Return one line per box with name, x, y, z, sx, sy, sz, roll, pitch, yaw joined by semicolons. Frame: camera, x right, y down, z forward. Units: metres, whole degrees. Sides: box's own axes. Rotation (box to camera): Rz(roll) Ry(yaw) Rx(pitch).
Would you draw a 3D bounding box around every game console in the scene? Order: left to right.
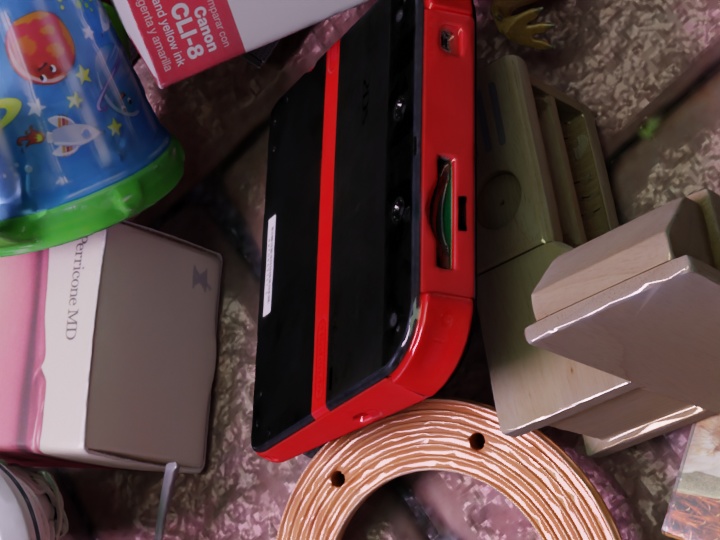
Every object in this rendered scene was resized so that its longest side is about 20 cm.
game console;-0.002;-0.023;0.702;0.177;0.031;0.201;-36;46;56

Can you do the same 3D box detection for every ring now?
ring;0.042;0.161;0.724;0.200;0.019;0.201;-1;89;33

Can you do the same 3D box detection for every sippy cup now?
sippy cup;-0.174;-0.093;0.782;0.139;0.131;0.178;-20;22;-13

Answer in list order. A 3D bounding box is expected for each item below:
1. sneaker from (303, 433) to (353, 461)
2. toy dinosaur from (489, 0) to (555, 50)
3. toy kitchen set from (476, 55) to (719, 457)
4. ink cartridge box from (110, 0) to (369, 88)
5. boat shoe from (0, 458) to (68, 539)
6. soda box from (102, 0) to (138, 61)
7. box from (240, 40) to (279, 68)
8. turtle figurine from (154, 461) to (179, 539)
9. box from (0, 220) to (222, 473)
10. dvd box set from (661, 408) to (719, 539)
sneaker;0.000;0.000;0.784;0.080;0.073;0.201;16;91;58
toy dinosaur;0.085;-0.166;0.779;0.199;0.060;0.106;-14;38;30
toy kitchen set;0.120;-0.042;0.626;0.200;0.163;0.181;-27;60;34
ink cartridge box;-0.043;-0.208;0.725;0.199;0.145;0.145;-24;30;-7
boat shoe;-0.192;0.128;0.807;0.200;0.067;0.074;-7;94;62
soda box;-0.118;-0.220;0.890;0.200;0.070;0.063;-50;59;12
box;-0.067;-0.238;0.814;0.200;0.160;0.044;-54;26;8
turtle figurine;-0.159;0.197;0.782;0.193;0.200;0.144;-17;36;30
box;-0.192;0.045;0.851;0.199;0.109;0.128;-3;77;30
dvd box set;0.243;0.076;0.637;0.199;0.029;0.147;16;87;32
